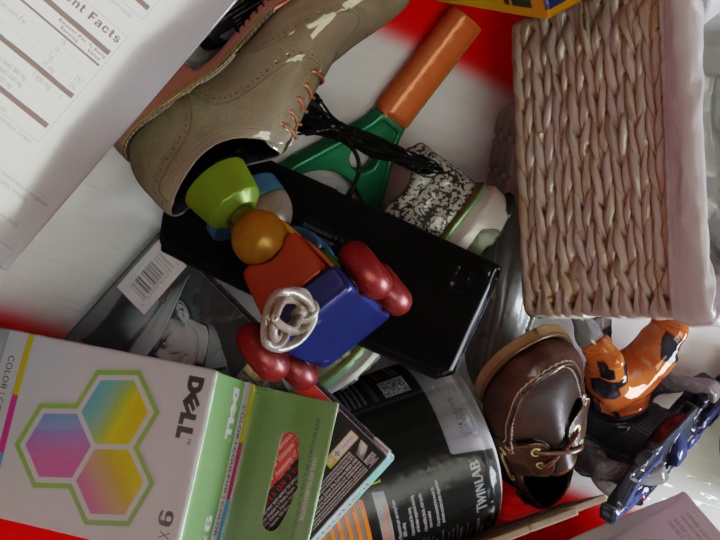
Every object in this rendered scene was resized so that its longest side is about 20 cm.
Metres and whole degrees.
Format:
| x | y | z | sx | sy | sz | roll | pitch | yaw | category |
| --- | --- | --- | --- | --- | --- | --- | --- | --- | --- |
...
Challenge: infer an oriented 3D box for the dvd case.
| x | y | z | sx | sy | sz | roll | pitch | yaw | category |
| --- | --- | --- | --- | --- | --- | --- | --- | --- | --- |
| -0.097 | 0.093 | 0.821 | 0.146 | 0.200 | 0.022 | -48 | 162 | 2 | dvd case |

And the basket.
| x | y | z | sx | sy | sz | roll | pitch | yaw | category |
| --- | --- | --- | --- | --- | --- | --- | --- | --- | --- |
| 0.210 | -0.064 | 0.829 | 0.198 | 0.161 | 0.201 | -2 | 87 | -34 | basket |

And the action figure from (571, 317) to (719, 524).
| x | y | z | sx | sy | sz | roll | pitch | yaw | category |
| --- | --- | --- | --- | --- | --- | --- | --- | --- | --- |
| 0.199 | 0.075 | 0.988 | 0.200 | 0.104 | 0.194 | -28 | 128 | -43 | action figure |

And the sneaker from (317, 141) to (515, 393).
| x | y | z | sx | sy | sz | roll | pitch | yaw | category |
| --- | --- | --- | --- | --- | --- | --- | --- | --- | --- |
| 0.000 | 0.000 | 0.869 | 0.089 | 0.077 | 0.200 | 44 | 97 | -4 | sneaker |

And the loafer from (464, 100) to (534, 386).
| x | y | z | sx | sy | sz | roll | pitch | yaw | category |
| --- | --- | --- | --- | --- | --- | --- | --- | --- | --- |
| 0.112 | -0.012 | 0.913 | 0.069 | 0.070 | 0.201 | 6 | 107 | -14 | loafer |

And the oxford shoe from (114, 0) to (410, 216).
| x | y | z | sx | sy | sz | roll | pitch | yaw | category |
| --- | --- | --- | --- | --- | --- | --- | --- | --- | --- |
| -0.044 | -0.104 | 0.795 | 0.200 | 0.074 | 0.071 | -35 | 158 | 7 | oxford shoe |

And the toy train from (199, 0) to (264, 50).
| x | y | z | sx | sy | sz | roll | pitch | yaw | category |
| --- | --- | --- | --- | --- | --- | --- | --- | --- | --- |
| -0.014 | -0.187 | 0.815 | 0.200 | 0.034 | 0.046 | -33 | 122 | -6 | toy train |

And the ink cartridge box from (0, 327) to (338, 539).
| x | y | z | sx | sy | sz | roll | pitch | yaw | category |
| --- | --- | --- | --- | --- | --- | --- | --- | --- | --- |
| -0.123 | 0.102 | 0.783 | 0.199 | 0.059 | 0.104 | 10 | 81 | 18 | ink cartridge box |

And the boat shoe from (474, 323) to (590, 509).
| x | y | z | sx | sy | sz | roll | pitch | yaw | category |
| --- | --- | --- | --- | --- | --- | --- | --- | --- | --- |
| 0.117 | 0.099 | 0.897 | 0.070 | 0.070 | 0.200 | -27 | 156 | -5 | boat shoe |

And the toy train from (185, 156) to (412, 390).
| x | y | z | sx | sy | sz | roll | pitch | yaw | category |
| --- | --- | --- | --- | --- | --- | --- | --- | --- | --- |
| -0.049 | -0.011 | 0.719 | 0.085 | 0.200 | 0.116 | -39 | 77 | 3 | toy train |

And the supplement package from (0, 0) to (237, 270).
| x | y | z | sx | sy | sz | roll | pitch | yaw | category |
| --- | --- | --- | --- | --- | --- | --- | --- | --- | --- |
| -0.169 | -0.122 | 0.735 | 0.109 | 0.114 | 0.200 | 40 | 93 | -27 | supplement package |

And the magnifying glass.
| x | y | z | sx | sy | sz | roll | pitch | yaw | category |
| --- | --- | --- | --- | --- | --- | --- | --- | --- | --- |
| 0.005 | -0.079 | 0.875 | 0.080 | 0.022 | 0.200 | 35 | 96 | -29 | magnifying glass |

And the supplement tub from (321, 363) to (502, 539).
| x | y | z | sx | sy | sz | roll | pitch | yaw | category |
| --- | --- | --- | --- | --- | --- | --- | --- | --- | --- |
| -0.021 | 0.139 | 0.890 | 0.199 | 0.123 | 0.123 | -17 | 115 | -14 | supplement tub |

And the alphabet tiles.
| x | y | z | sx | sy | sz | roll | pitch | yaw | category |
| --- | --- | --- | --- | --- | --- | --- | --- | --- | --- |
| 0.059 | 0.186 | 0.928 | 0.199 | 0.166 | 0.006 | -18 | 81 | -13 | alphabet tiles |

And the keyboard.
| x | y | z | sx | sy | sz | roll | pitch | yaw | category |
| --- | --- | --- | --- | --- | --- | --- | --- | --- | --- |
| -0.012 | -0.031 | 0.826 | 0.199 | 0.021 | 0.127 | 25 | 87 | 7 | keyboard |

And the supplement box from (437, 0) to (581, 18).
| x | y | z | sx | sy | sz | roll | pitch | yaw | category |
| --- | --- | --- | --- | --- | --- | --- | --- | --- | --- |
| 0.133 | -0.237 | 0.788 | 0.200 | 0.109 | 0.109 | -32 | 119 | -21 | supplement box |

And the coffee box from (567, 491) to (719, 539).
| x | y | z | sx | sy | sz | roll | pitch | yaw | category |
| --- | --- | --- | --- | --- | --- | --- | --- | --- | --- |
| 0.194 | 0.317 | 0.976 | 0.199 | 0.200 | 0.198 | -20 | 132 | -13 | coffee box |
